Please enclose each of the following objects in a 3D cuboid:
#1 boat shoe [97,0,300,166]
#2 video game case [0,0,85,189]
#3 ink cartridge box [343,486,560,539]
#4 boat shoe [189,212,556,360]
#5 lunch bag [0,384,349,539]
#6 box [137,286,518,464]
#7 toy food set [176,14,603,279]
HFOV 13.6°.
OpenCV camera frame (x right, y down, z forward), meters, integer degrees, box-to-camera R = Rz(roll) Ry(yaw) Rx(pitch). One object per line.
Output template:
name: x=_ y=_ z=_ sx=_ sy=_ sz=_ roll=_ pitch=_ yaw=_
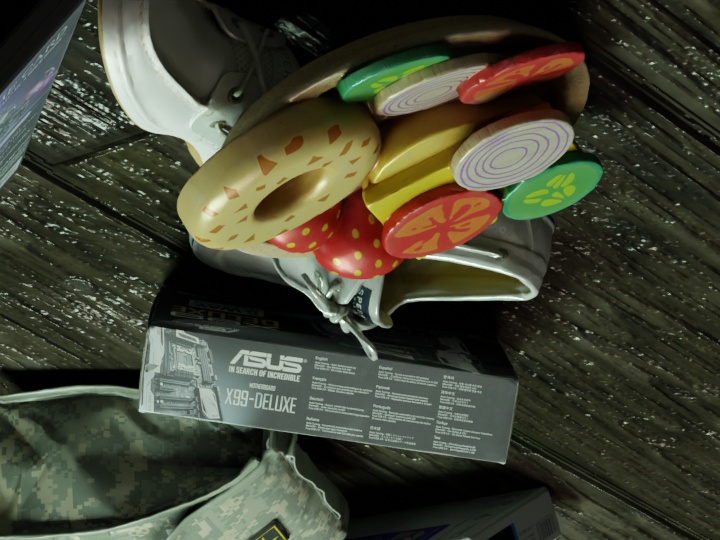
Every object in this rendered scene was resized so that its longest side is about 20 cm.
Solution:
boat shoe: x=-0.060 y=-0.091 z=1.405 sx=0.069 sy=0.071 sz=0.200 roll=-3 pitch=163 yaw=20
video game case: x=-0.196 y=-0.047 z=1.456 sx=0.019 sy=0.143 sz=0.200 roll=37 pitch=153 yaw=2
ink cartridge box: x=0.022 y=0.184 z=1.948 sx=0.199 sy=0.039 sz=0.099 roll=-11 pitch=-170 yaw=38
boat shoe: x=0.002 y=0.002 z=1.561 sx=0.201 sy=0.087 sz=0.075 roll=-1 pitch=154 yaw=17
lunch bag: x=-0.116 y=0.145 z=1.872 sx=0.199 sy=0.118 sz=0.164 roll=-6 pitch=155 yaw=15
box: x=-0.019 y=0.056 z=1.642 sx=0.199 sy=0.050 sz=0.158 roll=8 pitch=-174 yaw=-2
toy food set: x=0.020 y=-0.054 z=1.403 sx=0.197 sy=0.049 sz=0.200 roll=-26 pitch=155 yaw=10
